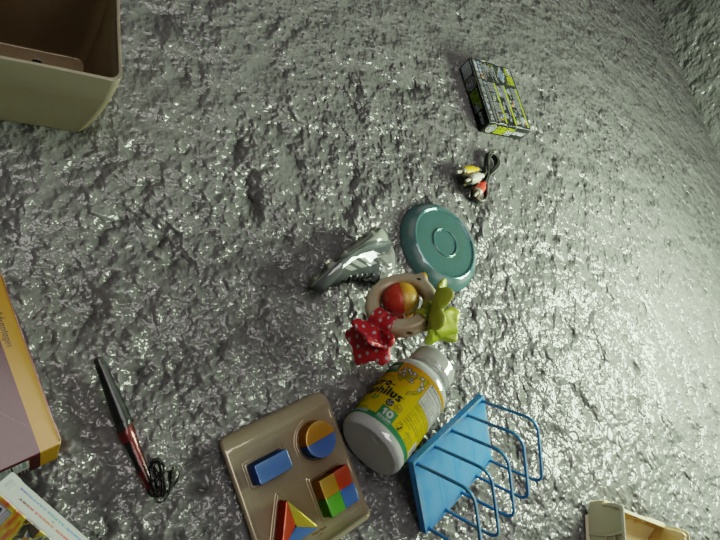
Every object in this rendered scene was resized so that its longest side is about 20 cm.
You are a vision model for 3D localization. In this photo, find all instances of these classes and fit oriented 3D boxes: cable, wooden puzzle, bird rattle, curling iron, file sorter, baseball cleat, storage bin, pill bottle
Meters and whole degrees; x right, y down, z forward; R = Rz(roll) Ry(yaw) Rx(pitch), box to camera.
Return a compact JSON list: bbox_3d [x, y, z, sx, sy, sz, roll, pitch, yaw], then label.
[{"bbox_3d":[0.297,-0.225,1.261,0.199,0.050,0.098,-36,90,-37],"label":"cable"},{"bbox_3d":[-0.085,0.299,0.770,0.183,0.046,0.204,-17,78,-37],"label":"wooden puzzle"},{"bbox_3d":[0.068,0.076,0.908,0.165,0.196,0.114,-101,171,-49],"label":"bird rattle"},{"bbox_3d":[-0.293,0.202,0.691,0.049,0.026,0.202,-31,82,-1],"label":"curling iron"},{"bbox_3d":[0.191,0.324,0.856,0.198,0.121,0.142,-28,114,-38],"label":"file sorter"},{"bbox_3d":[0.000,0.000,0.953,0.199,0.069,0.107,-40,98,-35],"label":"baseball cleat"},{"bbox_3d":[0.532,0.565,1.014,0.197,0.093,0.202,25,57,-20],"label":"storage bin"},{"bbox_3d":[0.070,0.217,0.867,0.113,0.112,0.199,51,52,-1],"label":"pill bottle"}]

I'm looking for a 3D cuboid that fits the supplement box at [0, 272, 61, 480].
[{"bbox_3d":[-0.449,0.142,0.553,0.197,0.132,0.201,-20,79,-37],"label":"supplement box"}]

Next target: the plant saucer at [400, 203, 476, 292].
[{"bbox_3d":[0.170,-0.054,1.115,0.196,0.027,0.205,14,62,-27],"label":"plant saucer"}]

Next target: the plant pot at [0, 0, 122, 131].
[{"bbox_3d":[-0.447,-0.307,0.737,0.196,0.177,0.205,2,67,-31],"label":"plant pot"}]

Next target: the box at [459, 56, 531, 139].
[{"bbox_3d":[0.356,-0.453,1.411,0.157,0.044,0.205,0,69,-33],"label":"box"}]

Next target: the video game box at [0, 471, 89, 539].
[{"bbox_3d":[-0.353,0.340,0.521,0.182,0.047,0.201,44,83,-9],"label":"video game box"}]
